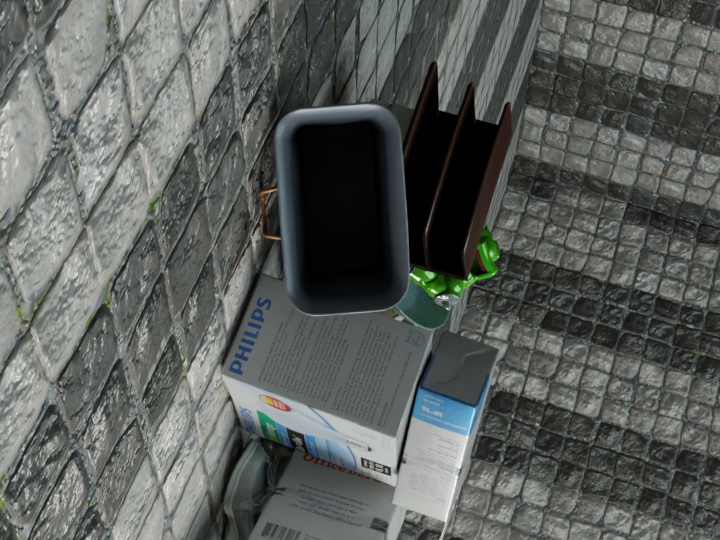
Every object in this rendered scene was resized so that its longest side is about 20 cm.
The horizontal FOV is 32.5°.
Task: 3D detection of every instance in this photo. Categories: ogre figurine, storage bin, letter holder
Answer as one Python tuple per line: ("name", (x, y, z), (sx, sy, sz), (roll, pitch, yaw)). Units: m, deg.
("ogre figurine", (0.109, -0.032, 1.545), (0.097, 0.121, 0.200), (-31, -172, 27))
("storage bin", (-0.029, -0.066, 1.262), (0.134, 0.143, 0.204), (-104, -170, -82))
("letter holder", (0.100, -0.115, 1.406), (0.142, 0.099, 0.203), (74, 33, -67))

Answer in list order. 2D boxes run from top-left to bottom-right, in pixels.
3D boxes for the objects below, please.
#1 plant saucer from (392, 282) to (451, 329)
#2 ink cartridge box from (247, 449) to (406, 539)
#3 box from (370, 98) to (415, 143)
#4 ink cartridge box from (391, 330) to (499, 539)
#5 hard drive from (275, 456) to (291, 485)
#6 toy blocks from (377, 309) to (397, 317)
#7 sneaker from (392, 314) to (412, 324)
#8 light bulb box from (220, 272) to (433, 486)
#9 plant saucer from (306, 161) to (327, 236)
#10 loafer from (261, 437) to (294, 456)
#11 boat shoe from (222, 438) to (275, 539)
("plant saucer", (0.046, -0.014, 1.567), (0.200, 0.038, 0.203), (38, 39, -38))
("ink cartridge box", (-0.042, 0.311, 1.411), (0.201, 0.143, 0.085), (-60, 159, -47))
("box", (0.015, -0.091, 1.449), (0.082, 0.067, 0.203), (81, 26, -67))
("ink cartridge box", (0.088, 0.184, 1.341), (0.116, 0.067, 0.203), (-57, 161, -57))
("hard drive", (-0.057, 0.220, 1.619), (0.200, 0.026, 0.133), (-39, -153, 61))
("toy blocks", (0.000, 0.000, 1.601), (0.200, 0.099, 0.139), (-38, 110, -72))
("sneaker", (0.023, 0.114, 1.744), (0.199, 0.085, 0.075), (-40, -165, 28))
("light bulb box", (-0.031, 0.124, 1.354), (0.199, 0.197, 0.126), (84, 26, -65))
("plant saucer", (-0.043, -0.086, 1.429), (0.200, 0.035, 0.203), (15, 89, -80))
("loafer", (-0.063, 0.150, 1.584), (0.073, 0.070, 0.203), (82, 26, -67))
("boat shoe", (-0.124, 0.282, 1.474), (0.075, 0.064, 0.204), (-62, 163, -52))
